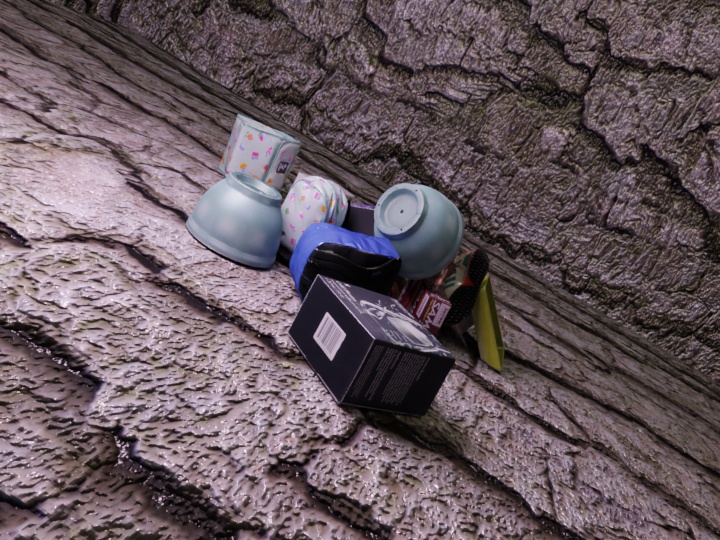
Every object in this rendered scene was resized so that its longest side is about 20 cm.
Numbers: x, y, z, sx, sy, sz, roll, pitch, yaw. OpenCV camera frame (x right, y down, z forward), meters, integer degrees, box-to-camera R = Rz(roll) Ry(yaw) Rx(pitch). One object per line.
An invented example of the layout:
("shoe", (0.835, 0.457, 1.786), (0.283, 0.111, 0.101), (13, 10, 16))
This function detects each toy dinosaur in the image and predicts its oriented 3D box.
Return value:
("toy dinosaur", (0.162, -0.051, 1.587), (0.084, 0.205, 0.136), (-11, -13, -21))

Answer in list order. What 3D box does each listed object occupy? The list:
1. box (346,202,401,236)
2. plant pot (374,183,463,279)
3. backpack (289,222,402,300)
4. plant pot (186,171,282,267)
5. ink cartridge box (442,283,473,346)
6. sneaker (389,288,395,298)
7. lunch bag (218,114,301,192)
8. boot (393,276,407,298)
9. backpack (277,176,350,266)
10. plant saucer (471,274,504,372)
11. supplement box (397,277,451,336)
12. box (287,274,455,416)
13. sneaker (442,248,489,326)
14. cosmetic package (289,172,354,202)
("box", (0.004, -0.117, 1.691), (0.138, 0.081, 0.199), (14, 8, 17))
("plant pot", (0.107, -0.102, 1.518), (0.200, 0.201, 0.134), (40, -1, 39))
("backpack", (-0.046, -0.006, 1.436), (0.196, 0.166, 0.168), (11, 22, -27))
("plant pot", (-0.239, -0.117, 1.455), (0.197, 0.136, 0.201), (27, 14, -7))
("ink cartridge box", (0.213, 0.081, 1.734), (0.200, 0.067, 0.116), (47, -10, 48))
("sneaker", (0.000, 0.000, 1.591), (0.200, 0.071, 0.098), (45, -6, 11))
("lunch bag", (-0.281, -0.324, 2.023), (0.196, 0.174, 0.122), (17, 16, -30))
("boot", (0.099, -0.019, 1.739), (0.071, 0.170, 0.199), (29, 14, 18))
("backpack", (-0.109, -0.103, 1.551), (0.165, 0.203, 0.126), (34, 15, 18))
("plant saucer", (0.305, 0.126, 1.721), (0.047, 0.206, 0.200), (-11, 5, 15))
("supplement box", (0.140, 0.078, 1.613), (0.060, 0.111, 0.201), (21, 15, -13))
("box", (0.016, 0.126, 1.180), (0.194, 0.126, 0.200), (20, 17, -41))
("sneaker", (0.223, 0.041, 1.643), (0.070, 0.203, 0.093), (36, -19, -23))
("cosmetic package", (-0.119, -0.206, 2.078), (0.084, 0.109, 0.198), (37, 18, 29))
